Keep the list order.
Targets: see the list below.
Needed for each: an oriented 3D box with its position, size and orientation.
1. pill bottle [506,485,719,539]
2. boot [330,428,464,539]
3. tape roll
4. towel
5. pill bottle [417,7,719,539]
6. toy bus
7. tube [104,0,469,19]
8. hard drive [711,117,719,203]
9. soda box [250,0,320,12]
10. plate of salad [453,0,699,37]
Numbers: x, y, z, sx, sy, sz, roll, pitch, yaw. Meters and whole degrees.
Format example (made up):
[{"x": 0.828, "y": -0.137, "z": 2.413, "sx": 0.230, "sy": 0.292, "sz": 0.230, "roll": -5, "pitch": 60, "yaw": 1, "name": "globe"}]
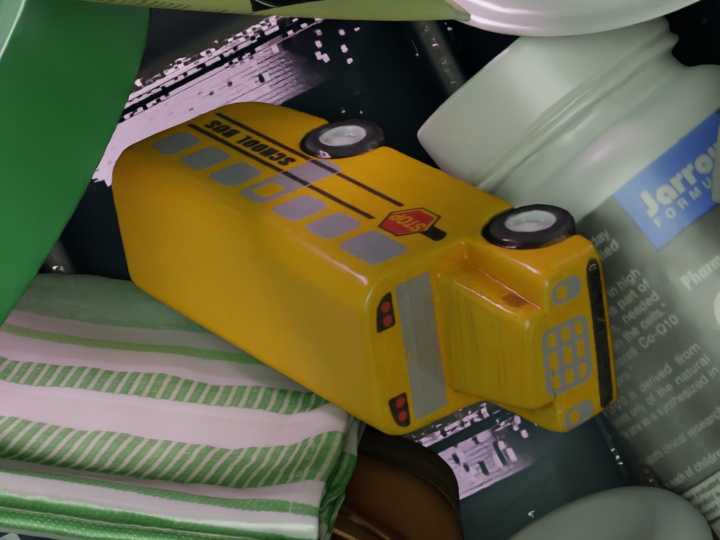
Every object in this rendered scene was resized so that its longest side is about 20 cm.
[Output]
[{"x": 0.119, "y": 0.180, "z": 1.015, "sx": 0.109, "sy": 0.109, "sz": 0.200, "roll": -32, "pitch": 110, "yaw": 7, "name": "pill bottle"}, {"x": -0.063, "y": 0.091, "z": 1.025, "sx": 0.200, "sy": 0.155, "sz": 0.077, "roll": 15, "pitch": 104, "yaw": 5, "name": "boot"}, {"x": -0.148, "y": -0.030, "z": 1.011, "sx": 0.048, "sy": 0.200, "sz": 0.200, "roll": 32, "pitch": 96, "yaw": -19, "name": "tape roll"}, {"x": -0.070, "y": 0.045, "z": 1.007, "sx": 0.152, "sy": 0.200, "sz": 0.023, "roll": 6, "pitch": 111, "yaw": 5, "name": "towel"}, {"x": 0.117, "y": 0.000, "z": 1.025, "sx": 0.114, "sy": 0.114, "sz": 0.200, "roll": -39, "pitch": 88, "yaw": 6, "name": "pill bottle"}, {"x": 0.000, "y": 0.000, "z": 1.003, "sx": 0.078, "sy": 0.200, "sz": 0.065, "roll": -23, "pitch": 121, "yaw": -29, "name": "toy bus"}, {"x": -0.064, "y": -0.109, "z": 0.939, "sx": 0.200, "sy": 0.052, "sz": 0.058, "roll": 6, "pitch": 65, "yaw": -34, "name": "tube"}, {"x": 0.217, "y": -0.067, "z": 0.944, "sx": 0.200, "sy": 0.026, "sz": 0.132, "roll": 11, "pitch": 80, "yaw": -15, "name": "hard drive"}, {"x": 0.019, "y": -0.156, "z": 0.933, "sx": 0.071, "sy": 0.200, "sz": 0.063, "roll": -7, "pitch": 117, "yaw": 26, "name": "soda box"}, {"x": 0.097, "y": -0.158, "z": 1.019, "sx": 0.200, "sy": 0.048, "sz": 0.200, "roll": -16, "pitch": 52, "yaw": 21, "name": "plate of salad"}]
